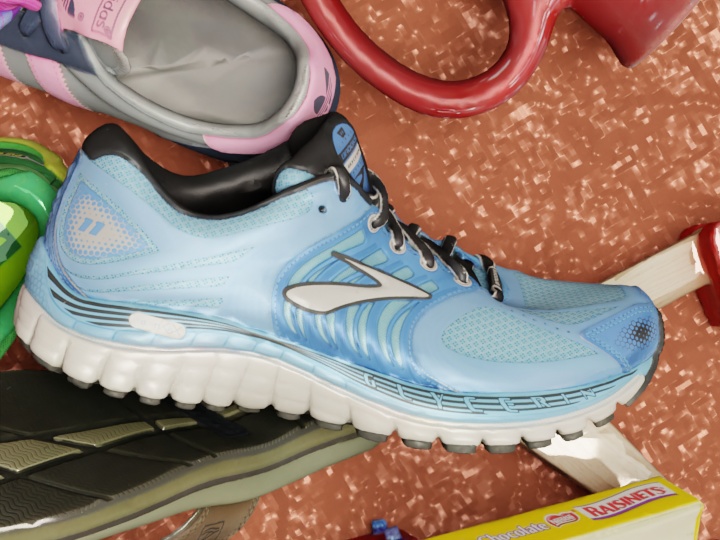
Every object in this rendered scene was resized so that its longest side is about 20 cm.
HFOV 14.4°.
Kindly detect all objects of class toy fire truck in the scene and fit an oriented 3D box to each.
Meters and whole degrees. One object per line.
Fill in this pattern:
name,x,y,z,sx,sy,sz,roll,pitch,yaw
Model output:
toy fire truck,0.072,0.066,0.940,0.200,0.049,0.141,-13,91,-8

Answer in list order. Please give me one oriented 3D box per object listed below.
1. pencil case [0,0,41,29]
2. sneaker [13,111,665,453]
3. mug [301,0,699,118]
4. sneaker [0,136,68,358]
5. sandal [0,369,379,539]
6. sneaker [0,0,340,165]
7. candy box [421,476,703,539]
pencil case,-0.193,-0.052,0.853,0.200,0.088,0.088,-37,95,16
sneaker,0.000,0.000,0.862,0.200,0.078,0.090,8,101,-14
mug,0.036,-0.161,0.891,0.200,0.133,0.178,38,64,-3
sneaker,-0.167,0.031,0.886,0.074,0.084,0.200,44,84,-6
sandal,-0.068,0.067,0.872,0.201,0.080,0.057,-8,120,-43
sneaker,-0.097,-0.092,0.898,0.200,0.082,0.070,19,88,-8
candy box,0.048,0.165,0.887,0.102,0.026,0.200,-9,119,-36
